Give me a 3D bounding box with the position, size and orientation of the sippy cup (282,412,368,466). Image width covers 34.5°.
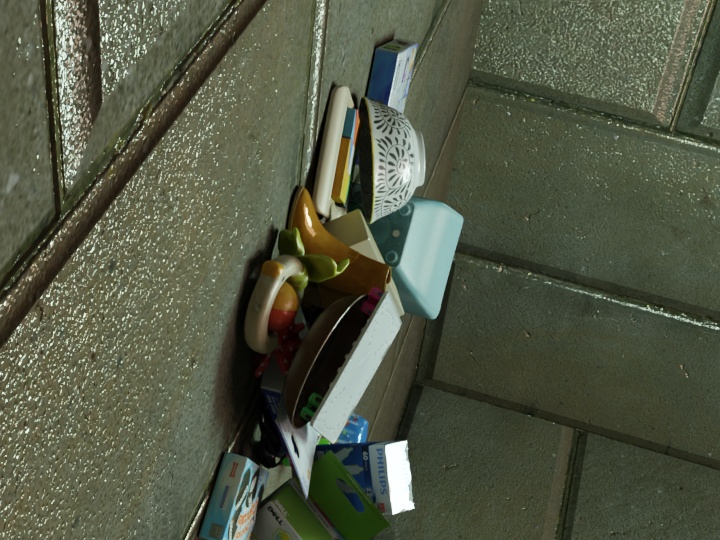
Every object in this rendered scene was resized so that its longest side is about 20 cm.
[{"bbox_3d":[-0.058,0.293,2.041,0.179,0.128,0.141,-67,169,-49],"label":"sippy cup"}]

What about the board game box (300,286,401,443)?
[{"bbox_3d":[-0.010,0.133,1.592,0.202,0.026,0.200,-59,166,-9],"label":"board game box"}]

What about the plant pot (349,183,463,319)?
[{"bbox_3d":[0.049,-0.048,2.019,0.200,0.193,0.199,39,66,-71],"label":"plant pot"}]

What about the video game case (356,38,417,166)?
[{"bbox_3d":[0.045,-0.293,2.018,0.181,0.045,0.203,-49,153,-69],"label":"video game case"}]

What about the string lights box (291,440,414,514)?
[{"bbox_3d":[-0.015,0.317,1.767,0.058,0.198,0.105,-1,83,-49],"label":"string lights box"}]

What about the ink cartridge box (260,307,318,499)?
[{"bbox_3d":[-0.098,0.188,1.654,0.198,0.043,0.202,76,19,-46],"label":"ink cartridge box"}]

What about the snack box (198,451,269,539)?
[{"bbox_3d":[-0.174,0.326,1.625,0.200,0.036,0.118,74,31,-74],"label":"snack box"}]

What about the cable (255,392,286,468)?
[{"bbox_3d":[-0.118,0.207,1.761,0.201,0.050,0.165,88,18,-62],"label":"cable"}]

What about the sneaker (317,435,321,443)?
[{"bbox_3d":[-0.075,0.212,1.879,0.100,0.074,0.203,-130,-132,-64],"label":"sneaker"}]

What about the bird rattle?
[{"bbox_3d":[-0.110,0.046,1.506,0.202,0.112,0.163,-64,162,10],"label":"bird rattle"}]

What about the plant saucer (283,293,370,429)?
[{"bbox_3d":[-0.050,0.113,1.534,0.202,0.036,0.201,-57,165,-23],"label":"plant saucer"}]

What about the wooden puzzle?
[{"bbox_3d":[-0.026,-0.167,1.741,0.200,0.037,0.188,26,74,-81],"label":"wooden puzzle"}]

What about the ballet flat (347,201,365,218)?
[{"bbox_3d":[-0.040,-0.011,1.880,0.072,0.071,0.203,75,31,-74],"label":"ballet flat"}]

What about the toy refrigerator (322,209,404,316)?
[{"bbox_3d":[0.000,0.000,1.777,0.201,0.075,0.071,63,7,-49],"label":"toy refrigerator"}]

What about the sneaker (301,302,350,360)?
[{"bbox_3d":[-0.054,0.079,1.719,0.074,0.079,0.201,-42,-151,8],"label":"sneaker"}]

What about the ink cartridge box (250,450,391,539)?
[{"bbox_3d":[-0.073,0.381,1.725,0.200,0.148,0.076,-43,175,39],"label":"ink cartridge box"}]

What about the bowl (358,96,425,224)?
[{"bbox_3d":[0.052,-0.179,1.856,0.201,0.092,0.205,176,-90,-84],"label":"bowl"}]

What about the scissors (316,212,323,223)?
[{"bbox_3d":[-0.084,-0.038,1.708,0.201,0.014,0.074,-60,163,-58],"label":"scissors"}]

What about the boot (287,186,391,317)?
[{"bbox_3d":[-0.026,-0.022,1.629,0.071,0.142,0.204,-62,157,-49],"label":"boot"}]
